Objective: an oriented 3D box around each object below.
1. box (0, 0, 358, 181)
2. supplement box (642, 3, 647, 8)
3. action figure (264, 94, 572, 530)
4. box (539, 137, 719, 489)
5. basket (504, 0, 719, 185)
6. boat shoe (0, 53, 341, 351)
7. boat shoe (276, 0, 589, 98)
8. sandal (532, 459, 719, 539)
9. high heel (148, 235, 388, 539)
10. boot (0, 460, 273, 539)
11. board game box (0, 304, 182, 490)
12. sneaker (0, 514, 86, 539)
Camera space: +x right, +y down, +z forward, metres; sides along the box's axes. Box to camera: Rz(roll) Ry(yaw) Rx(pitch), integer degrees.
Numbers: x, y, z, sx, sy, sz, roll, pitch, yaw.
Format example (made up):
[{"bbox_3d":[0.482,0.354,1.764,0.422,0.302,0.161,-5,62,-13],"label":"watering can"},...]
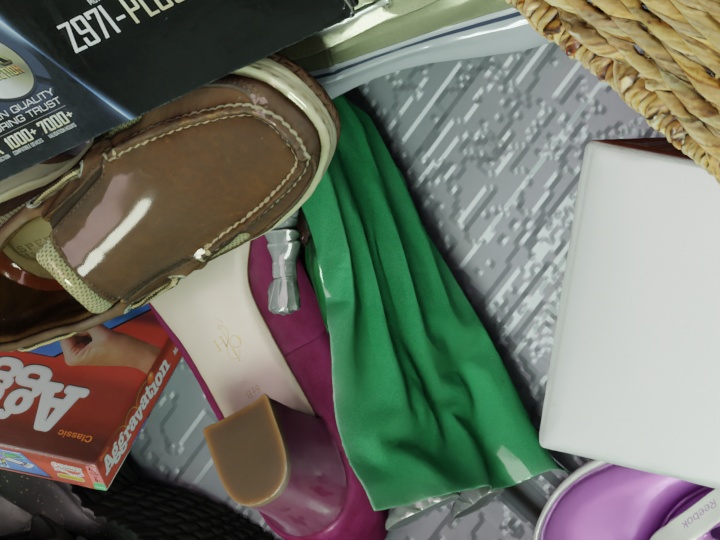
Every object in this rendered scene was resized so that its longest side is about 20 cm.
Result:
[{"bbox_3d":[-0.077,-0.148,1.015,0.164,0.200,0.086,-23,121,25],"label":"box"},{"bbox_3d":[0.178,-0.128,0.951,0.200,0.109,0.061,-1,91,24],"label":"supplement box"},{"bbox_3d":[0.000,0.000,1.056,0.055,0.118,0.200,-33,71,33],"label":"action figure"},{"bbox_3d":[0.184,0.022,0.933,0.200,0.152,0.107,12,99,23],"label":"box"},{"bbox_3d":[0.140,-0.131,0.867,0.200,0.143,0.149,42,150,30],"label":"basket"},{"bbox_3d":[-0.086,-0.014,1.019,0.075,0.075,0.202,43,140,-17],"label":"boat shoe"},{"bbox_3d":[-0.008,-0.108,1.036,0.200,0.062,0.072,-15,46,6],"label":"boat shoe"},{"bbox_3d":[0.154,0.103,1.008,0.202,0.050,0.083,1,94,25],"label":"sandal"},{"bbox_3d":[-0.040,0.020,1.105,0.067,0.096,0.200,-21,63,21],"label":"high heel"},{"bbox_3d":[-0.104,0.151,1.135,0.200,0.068,0.131,33,116,22],"label":"boot"},{"bbox_3d":[-0.171,0.030,1.136,0.200,0.103,0.019,9,142,24],"label":"board game box"},{"bbox_3d":[-0.169,0.160,1.093,0.200,0.077,0.111,-23,103,34],"label":"sneaker"}]
